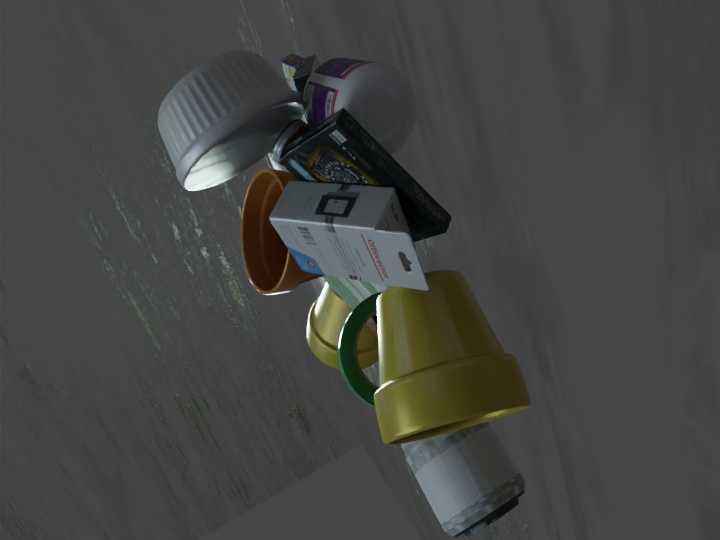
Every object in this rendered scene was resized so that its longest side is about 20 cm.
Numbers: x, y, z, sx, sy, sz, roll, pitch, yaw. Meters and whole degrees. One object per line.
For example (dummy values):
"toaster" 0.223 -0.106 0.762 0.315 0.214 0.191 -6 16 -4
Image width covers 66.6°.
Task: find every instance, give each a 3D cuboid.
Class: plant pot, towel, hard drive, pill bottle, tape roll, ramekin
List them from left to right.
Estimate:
"ramekin" -0.179 -0.205 0.739 0.095 0.200 0.202 56 168 -2
"plant pot" -0.104 -0.066 0.931 0.198 0.137 0.206 7 98 55
"hard drive" -0.065 -0.261 0.968 0.141 0.037 0.203 -90 -16 -59
"plant pot" -0.021 0.092 1.256 0.202 0.197 0.192 55 149 36
"pill bottle" -0.011 -0.225 0.742 0.200 0.111 0.114 45 158 58
"towel" 0.000 0.000 1.005 0.153 0.024 0.198 46 141 -16
"tape roll" 0.058 0.138 0.948 0.204 0.197 0.048 63 167 7
"plant pot" 0.105 0.113 0.737 0.201 0.196 0.193 98 160 -69

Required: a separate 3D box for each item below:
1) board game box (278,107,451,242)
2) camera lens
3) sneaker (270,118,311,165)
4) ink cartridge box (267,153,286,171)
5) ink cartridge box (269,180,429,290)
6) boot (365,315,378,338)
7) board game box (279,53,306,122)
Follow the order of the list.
"board game box" 0.005 -0.104 0.697 0.199 0.029 0.134 40 149 -26
"camera lens" 0.172 0.331 0.940 0.202 0.157 0.161 59 167 25
"sneaker" -0.059 -0.151 0.811 0.112 0.072 0.200 41 -172 5
"ink cartridge box" -0.104 -0.177 1.190 0.201 0.083 0.145 53 174 8
"ink cartridge box" -0.003 -0.046 0.699 0.196 0.068 0.117 9 147 28
"boot" 0.088 0.131 1.106 0.197 0.077 0.156 10 147 42
"board game box" -0.098 -0.320 1.104 0.136 0.034 0.203 48 160 54
